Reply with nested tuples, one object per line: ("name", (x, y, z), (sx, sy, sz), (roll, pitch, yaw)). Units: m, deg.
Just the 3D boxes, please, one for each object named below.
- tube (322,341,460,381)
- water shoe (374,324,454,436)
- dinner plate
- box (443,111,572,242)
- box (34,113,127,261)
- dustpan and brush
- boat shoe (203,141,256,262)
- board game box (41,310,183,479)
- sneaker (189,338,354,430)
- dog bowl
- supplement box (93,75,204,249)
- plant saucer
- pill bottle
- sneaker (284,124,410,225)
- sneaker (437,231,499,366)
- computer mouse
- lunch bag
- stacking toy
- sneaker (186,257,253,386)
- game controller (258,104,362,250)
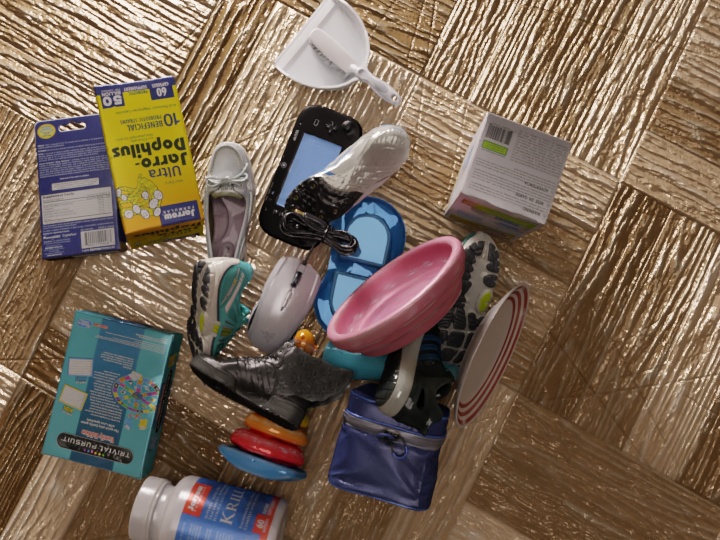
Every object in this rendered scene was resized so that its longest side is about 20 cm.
("tube", (0.044, 0.128, 0.873), (0.196, 0.077, 0.052), (2, 96, 27))
("water shoe", (0.072, 0.121, 0.779), (0.078, 0.201, 0.072), (37, 121, -3))
("dinner plate", (0.165, 0.107, 0.841), (0.024, 0.200, 0.203), (26, 87, 26))
("box", (0.183, -0.112, 0.846), (0.110, 0.200, 0.104), (20, 88, 2))
("box", (-0.412, -0.123, 0.959), (0.118, 0.032, 0.206), (-6, 86, 2))
("dustpan and brush", (-0.017, -0.296, 0.938), (0.199, 0.057, 0.140), (40, 89, 5))
("boat shoe", (-0.188, -0.082, 0.925), (0.072, 0.065, 0.208), (5, 87, -7))
("board game box", (-0.351, 0.173, 0.928), (0.147, 0.047, 0.205), (13, 87, 3))
("sneaker", (-0.114, 0.132, 0.848), (0.197, 0.060, 0.105), (27, 64, 7))
("dog bowl", (0.000, 0.000, 0.922), (0.109, 0.050, 0.205), (12, 86, 3))
("supplement box", (-0.290, -0.147, 0.904), (0.106, 0.109, 0.205), (-13, 85, -16))
("plant saucer", (0.050, 0.037, 0.800), (0.199, 0.201, 0.051), (-37, 103, 0))
("pill bottle", (-0.203, 0.343, 0.876), (0.195, 0.112, 0.115), (12, 87, 3))
("sneaker", (-0.016, -0.128, 0.895), (0.198, 0.073, 0.073), (-33, 101, 5))
("sneaker", (0.140, 0.045, 0.893), (0.076, 0.080, 0.204), (17, 106, -6))
("computer mouse", (-0.090, 0.025, 0.872), (0.108, 0.044, 0.203), (25, 97, -7))
("lunch bag", (0.042, 0.209, 0.831), (0.132, 0.200, 0.136), (13, 84, 8))
("stacking toy", (-0.106, 0.179, 0.898), (0.113, 0.110, 0.204), (14, 75, 11))
("sneaker", (-0.189, 0.075, 0.886), (0.078, 0.078, 0.204), (-4, 126, -31))
("game controller", (-0.072, -0.135, 0.939), (0.102, 0.042, 0.204), (22, 87, 4))
